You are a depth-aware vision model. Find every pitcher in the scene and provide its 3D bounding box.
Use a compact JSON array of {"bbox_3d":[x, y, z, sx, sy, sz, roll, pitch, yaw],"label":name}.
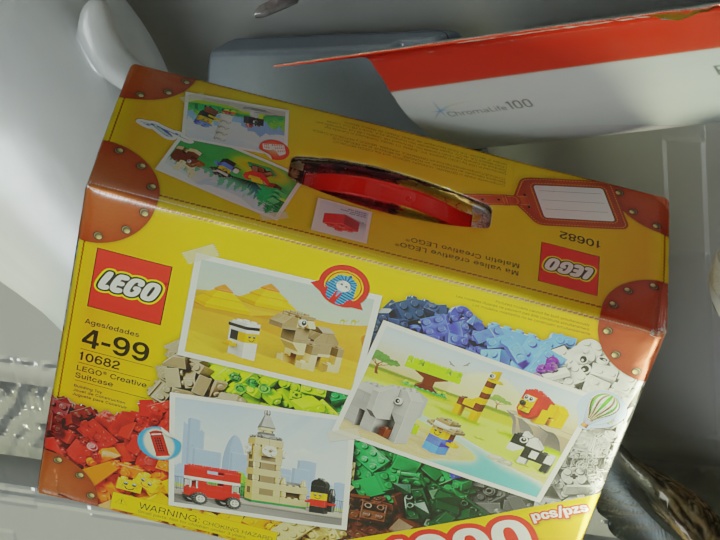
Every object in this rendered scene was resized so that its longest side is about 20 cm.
[{"bbox_3d":[-0.108,-0.053,0.898,0.201,0.121,0.172,56,134,10],"label":"pitcher"}]

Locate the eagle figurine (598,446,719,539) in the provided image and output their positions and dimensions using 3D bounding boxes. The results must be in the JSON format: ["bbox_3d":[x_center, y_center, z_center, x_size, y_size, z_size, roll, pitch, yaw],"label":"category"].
[{"bbox_3d":[0.169,0.130,0.859,0.150,0.151,0.202,-7,73,-9],"label":"eagle figurine"}]

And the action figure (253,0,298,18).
[{"bbox_3d":[-0.048,-0.202,0.855,0.200,0.104,0.195,-22,95,60],"label":"action figure"}]

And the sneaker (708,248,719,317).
[{"bbox_3d":[0.206,-0.042,0.755,0.199,0.075,0.081,-26,120,11],"label":"sneaker"}]

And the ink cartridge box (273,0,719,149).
[{"bbox_3d":[0.088,-0.066,0.758,0.161,0.200,0.058,-5,100,29],"label":"ink cartridge box"}]

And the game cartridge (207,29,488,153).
[{"bbox_3d":[0.000,0.000,0.919,0.132,0.040,0.202,2,110,34],"label":"game cartridge"}]

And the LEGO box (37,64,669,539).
[{"bbox_3d":[-0.004,0.028,0.797,0.198,0.077,0.150,14,129,-2],"label":"LEGO box"}]
